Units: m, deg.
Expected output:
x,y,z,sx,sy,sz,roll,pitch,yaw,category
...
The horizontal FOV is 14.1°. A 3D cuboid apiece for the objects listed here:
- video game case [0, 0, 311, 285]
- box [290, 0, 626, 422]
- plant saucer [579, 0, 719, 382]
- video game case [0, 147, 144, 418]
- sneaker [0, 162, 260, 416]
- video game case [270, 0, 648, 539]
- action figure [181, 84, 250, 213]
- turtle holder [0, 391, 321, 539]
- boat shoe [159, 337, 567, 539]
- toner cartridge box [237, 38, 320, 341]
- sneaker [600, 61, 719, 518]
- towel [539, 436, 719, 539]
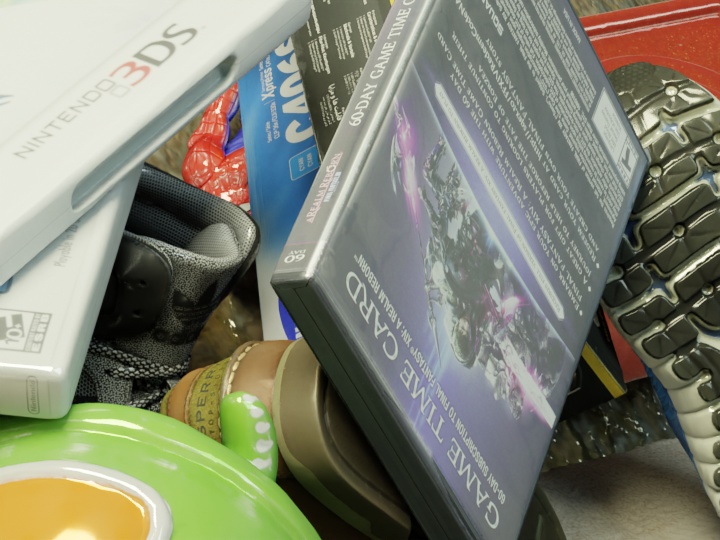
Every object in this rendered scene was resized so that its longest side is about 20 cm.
x,y,z,sx,sy,sz,roll,pitch,yaw,category
-0.147,-0.077,0.928,0.200,0.022,0.182,22,42,24,video game case
0.027,-0.059,1.074,0.160,0.049,0.200,52,19,-46,box
0.137,-0.050,1.277,0.200,0.037,0.200,-12,50,-30,plant saucer
-0.161,-0.033,0.908,0.182,0.024,0.200,5,39,5,video game case
-0.071,0.044,0.963,0.200,0.114,0.075,57,32,9,sneaker
0.038,-0.018,0.946,0.143,0.019,0.200,59,39,-35,video game case
-0.032,-0.067,1.191,0.065,0.052,0.200,43,35,-21,action figure
-0.079,0.135,0.864,0.141,0.186,0.132,12,38,0,turtle holder
0.009,0.084,0.961,0.200,0.068,0.072,52,40,-39,boat shoe
0.000,0.000,1.059,0.095,0.043,0.200,52,18,-36,toner cartridge box
0.128,0.016,1.104,0.089,0.078,0.200,-129,-163,-77,sneaker
0.109,0.116,1.107,0.200,0.035,0.132,-13,37,-42,towel
